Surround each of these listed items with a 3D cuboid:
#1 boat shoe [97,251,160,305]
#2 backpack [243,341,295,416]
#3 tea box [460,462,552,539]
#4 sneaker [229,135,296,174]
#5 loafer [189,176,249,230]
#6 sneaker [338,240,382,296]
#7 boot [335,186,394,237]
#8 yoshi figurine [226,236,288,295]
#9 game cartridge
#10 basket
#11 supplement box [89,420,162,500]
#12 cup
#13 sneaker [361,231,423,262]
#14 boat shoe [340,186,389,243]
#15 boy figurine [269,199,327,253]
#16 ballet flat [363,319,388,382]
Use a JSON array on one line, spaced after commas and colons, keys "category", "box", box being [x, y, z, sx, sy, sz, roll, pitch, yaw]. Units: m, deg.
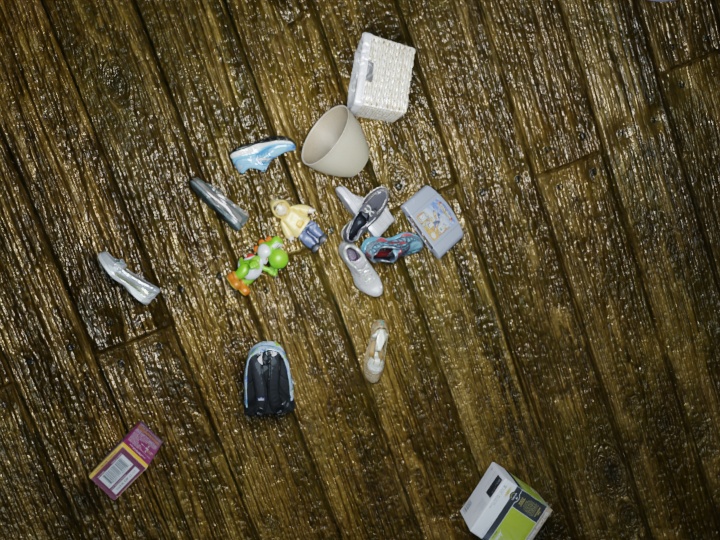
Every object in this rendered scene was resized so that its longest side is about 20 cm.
[{"category": "boat shoe", "box": [-0.686, 0.013, 1.683, 0.065, 0.074, 0.202, -45, 101, -7]}, {"category": "backpack", "box": [-0.281, 0.318, 1.719, 0.160, 0.154, 0.204, -6, 117, -3]}, {"category": "tea box", "box": [0.463, 0.769, 1.820, 0.195, 0.134, 0.202, 35, 91, -6]}, {"category": "sneaker", "box": [-0.285, -0.343, 1.704, 0.196, 0.079, 0.091, -16, 115, -1]}, {"category": "loafer", "box": [-0.419, -0.208, 1.700, 0.200, 0.072, 0.063, 46, 69, -14]}, {"category": "sneaker", "box": [0.000, 0.000, 1.733, 0.074, 0.100, 0.201, -37, 98, -4]}, {"category": "boot", "box": [0.017, -0.200, 1.741, 0.095, 0.073, 0.201, -43, 105, -7]}, {"category": "yoshi figurine", "box": [-0.295, -0.010, 1.706, 0.200, 0.112, 0.112, -45, 113, -3]}, {"category": "game cartridge", "box": [0.227, -0.155, 1.757, 0.133, 0.041, 0.201, -39, 97, -16]}, {"category": "basket", "box": [0.055, -0.548, 1.648, 0.157, 0.200, 0.202, 8, 94, -8]}, {"category": "supplement box", "box": [-0.677, 0.548, 1.657, 0.131, 0.200, 0.103, -45, 98, -1]}, {"category": "cup", "box": [-0.057, -0.356, 1.669, 0.142, 0.200, 0.202, 34, 91, -34]}, {"category": "sneaker", "box": [0.106, -0.055, 1.726, 0.196, 0.096, 0.081, -9, 125, -14]}, {"category": "boat shoe", "box": [0.020, -0.160, 1.677, 0.072, 0.063, 0.201, 40, 92, -16]}, {"category": "boy figurine", "box": [-0.189, -0.149, 1.722, 0.200, 0.064, 0.125, 43, 92, -10]}, {"category": "ballet flat", "box": [0.049, 0.255, 1.774, 0.069, 0.065, 0.204, 5, 94, -6]}]
